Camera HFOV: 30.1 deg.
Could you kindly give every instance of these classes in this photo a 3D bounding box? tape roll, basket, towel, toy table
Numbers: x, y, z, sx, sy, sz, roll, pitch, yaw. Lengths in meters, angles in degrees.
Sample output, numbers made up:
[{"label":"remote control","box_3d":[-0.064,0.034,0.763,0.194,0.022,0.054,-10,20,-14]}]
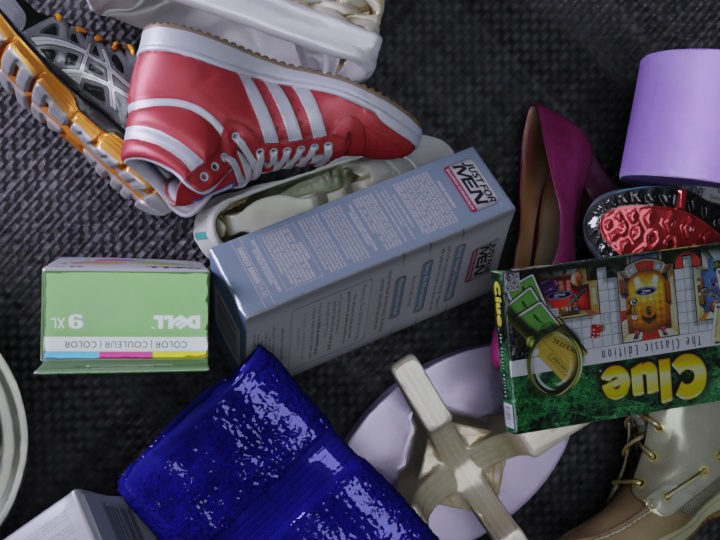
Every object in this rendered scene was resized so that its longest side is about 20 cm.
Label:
[{"label":"tape roll","box_3d":[0.280,-0.086,0.911,0.197,0.200,0.086,11,90,-8]},{"label":"basket","box_3d":[-0.074,-0.211,0.893,0.198,0.136,0.125,19,86,-8]},{"label":"towel","box_3d":[-0.049,0.167,0.852,0.200,0.050,0.148,46,111,-1]},{"label":"toy table","box_3d":[0.071,0.132,0.933,0.200,0.117,0.184,-44,97,-3]}]

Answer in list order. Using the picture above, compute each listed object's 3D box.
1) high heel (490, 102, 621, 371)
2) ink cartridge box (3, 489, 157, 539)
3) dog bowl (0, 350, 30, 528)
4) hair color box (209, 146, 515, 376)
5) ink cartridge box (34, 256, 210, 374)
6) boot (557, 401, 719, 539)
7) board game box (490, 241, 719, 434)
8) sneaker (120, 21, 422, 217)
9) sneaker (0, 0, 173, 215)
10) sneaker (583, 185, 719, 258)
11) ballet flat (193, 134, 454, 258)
[{"label":"high heel","box_3d":[0.114,-0.025,0.928,0.096,0.067,0.201,45,48,-14]},{"label":"ink cartridge box","box_3d":[-0.204,0.271,0.857,0.199,0.084,0.177,-34,67,11]},{"label":"dog bowl","box_3d":[-0.319,0.109,0.900,0.197,0.074,0.203,0,92,-9]},{"label":"hair color box","box_3d":[0.000,0.000,0.902,0.198,0.099,0.061,-22,61,-18]},{"label":"ink cartridge box","box_3d":[-0.149,0.025,0.856,0.102,0.200,0.060,1,93,-8]},{"label":"boot","box_3d":[0.201,0.115,0.960,0.198,0.072,0.157,-23,95,-26]},{"label":"board game box","box_3d":[0.184,0.041,0.879,0.197,0.023,0.106,-8,97,-16]},{"label":"sneaker","box_3d":[-0.061,-0.079,0.882,0.197,0.071,0.114,16,73,-11]},{"label":"sneaker","box_3d":[-0.185,-0.129,0.915,0.200,0.078,0.077,45,73,-10]},{"label":"sneaker","box_3d":[0.233,-0.012,0.956,0.198,0.095,0.080,13,92,-23]},{"label":"ballet flat","box_3d":[-0.020,-0.047,0.939,0.197,0.069,0.070,-16,94,-7]}]
